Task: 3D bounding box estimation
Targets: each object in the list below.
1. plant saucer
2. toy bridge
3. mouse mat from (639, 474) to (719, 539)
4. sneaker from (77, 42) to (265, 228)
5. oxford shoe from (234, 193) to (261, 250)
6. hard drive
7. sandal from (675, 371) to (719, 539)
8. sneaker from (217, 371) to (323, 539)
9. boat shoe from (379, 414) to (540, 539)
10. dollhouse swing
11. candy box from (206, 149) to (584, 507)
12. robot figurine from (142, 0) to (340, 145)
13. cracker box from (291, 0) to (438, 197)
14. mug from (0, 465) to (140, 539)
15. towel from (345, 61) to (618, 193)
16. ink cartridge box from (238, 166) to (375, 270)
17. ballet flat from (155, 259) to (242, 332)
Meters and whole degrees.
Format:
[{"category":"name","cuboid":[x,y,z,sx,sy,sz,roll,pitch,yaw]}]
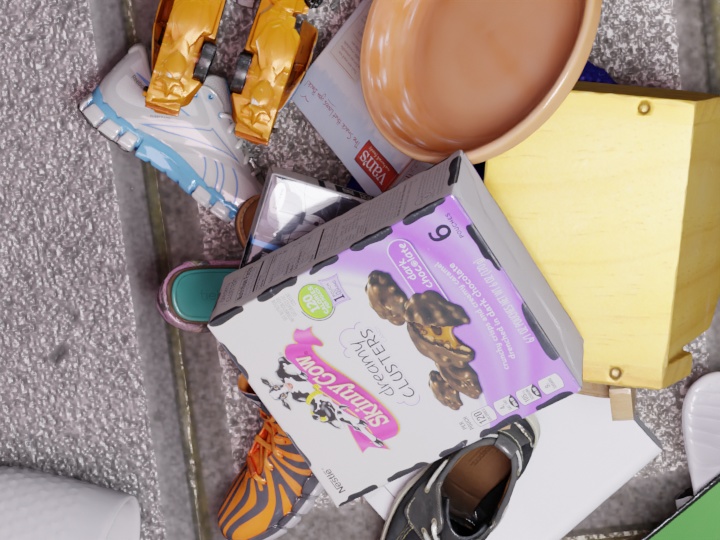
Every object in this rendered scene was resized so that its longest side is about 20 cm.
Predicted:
[{"category":"plant saucer","cuboid":[0.086,-0.163,1.474,0.199,0.037,0.202,-17,63,36]},{"category":"toy bridge","cuboid":[0.104,0.091,1.583,0.198,0.067,0.027,-6,113,15]},{"category":"mouse mat","cuboid":[0.299,0.216,1.637,0.200,0.008,0.161,-39,117,-4]},{"category":"sneaker","cuboid":[-0.111,-0.097,1.627,0.199,0.075,0.087,35,96,-3]},{"category":"oxford shoe","cuboid":[0.000,0.000,1.581,0.199,0.071,0.072,31,74,-4]},{"category":"hard drive","cuboid":[0.117,0.154,1.677,0.200,0.027,0.132,-42,95,11]},{"category":"sandal","cuboid":[0.277,0.162,1.647,0.078,0.059,0.208,-17,113,-13]},{"category":"sneaker","cuboid":[-0.066,0.118,1.633,0.112,0.078,0.200,27,108,-41]},{"category":"boat shoe","cuboid":[0.065,0.186,1.630,0.071,0.068,0.201,29,118,-6]},{"category":"dollhouse swing","cuboid":[0.181,-0.036,1.561,0.180,0.176,0.202,6,102,6]},{"category":"candy box","cuboid":[0.025,0.043,1.458,0.199,0.072,0.168,-28,111,21]},{"category":"robot figurine","cuboid":[-0.085,-0.202,1.587,0.144,0.058,0.202,18,82,-3]},{"category":"cracker box","cuboid":[0.054,-0.156,1.566,0.200,0.058,0.134,-49,52,15]},{"category":"mug","cuboid":[-0.276,0.244,1.681,0.174,0.148,0.201,13,132,8]},{"category":"towel","cuboid":[0.084,-0.091,1.601,0.147,0.049,0.201,34,100,16]},{"category":"ink cartridge box","cuboid":[0.016,0.003,1.524,0.198,0.039,0.100,15,100,-9]},{"category":"ballet flat","cuboid":[-0.058,0.019,1.636,0.198,0.071,0.070,-1,88,-14]}]
